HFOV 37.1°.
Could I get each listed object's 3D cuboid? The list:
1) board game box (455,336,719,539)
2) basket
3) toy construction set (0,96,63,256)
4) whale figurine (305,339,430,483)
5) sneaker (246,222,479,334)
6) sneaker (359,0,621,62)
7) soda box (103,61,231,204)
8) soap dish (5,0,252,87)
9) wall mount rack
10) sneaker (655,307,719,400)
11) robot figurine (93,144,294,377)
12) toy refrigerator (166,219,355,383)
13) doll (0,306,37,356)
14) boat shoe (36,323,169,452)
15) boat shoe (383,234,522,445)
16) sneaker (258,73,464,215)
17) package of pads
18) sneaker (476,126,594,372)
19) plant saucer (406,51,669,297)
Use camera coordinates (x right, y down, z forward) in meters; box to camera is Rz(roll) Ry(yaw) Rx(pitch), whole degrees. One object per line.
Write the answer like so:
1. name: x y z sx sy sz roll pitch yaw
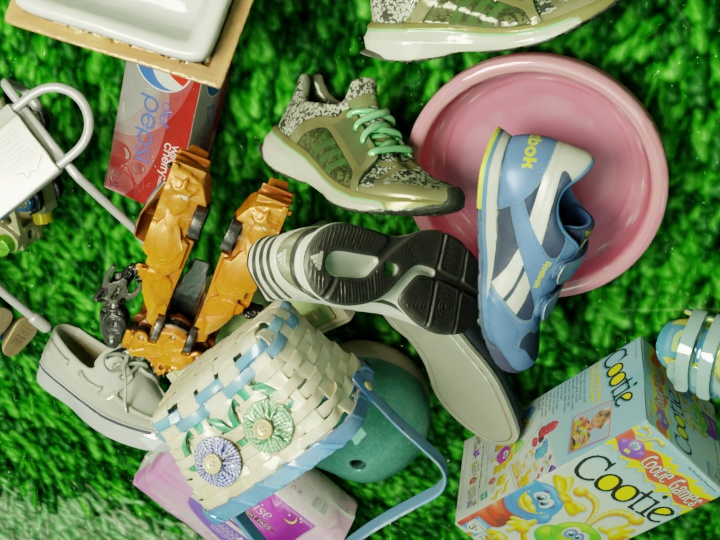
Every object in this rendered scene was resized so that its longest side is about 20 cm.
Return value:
1. board game box: 0.191 0.165 0.912 0.103 0.105 0.200 41 124 -18
2. basket: -0.055 0.141 0.848 0.176 0.139 0.200 -39 105 19
3. toy construction set: -0.342 -0.092 0.959 0.131 0.092 0.200 3 131 17
4. whale figurine: -0.037 0.136 0.956 0.200 0.104 0.159 -4 131 4
5. sneaker: 0.000 -0.001 0.821 0.115 0.200 0.076 6 84 46
6. sneaker: 0.089 -0.202 0.762 0.200 0.077 0.089 -5 109 18
7. soda box: -0.150 -0.148 0.872 0.070 0.063 0.200 23 124 6
8. soap dish: -0.134 -0.235 0.749 0.157 0.081 0.200 18 81 7
9. wall mount rack: -0.273 -0.051 0.872 0.200 0.075 0.174 -38 89 4
10. sneaker: 0.291 0.065 0.798 0.131 0.080 0.200 21 164 12
11. robot figurine: -0.133 0.005 0.877 0.145 0.058 0.200 22 121 -8
12. toy refrigerator: -0.100 0.037 0.960 0.200 0.070 0.076 -25 109 28
13. doll: -0.396 0.012 1.023 0.200 0.136 0.048 32 87 24
14. boat shoe: -0.229 0.098 1.017 0.202 0.075 0.086 25 106 37
15. boat shoe: 0.080 0.060 0.916 0.200 0.062 0.075 51 135 -7
16. sneaker: 0.000 -0.098 0.805 0.200 0.077 0.089 28 113 39
17. package of pads: -0.113 0.219 1.067 0.200 0.076 0.121 39 123 -6
18. sneaker: 0.131 -0.007 0.798 0.082 0.074 0.200 4 121 14
19. plant saucer: 0.135 -0.075 0.830 0.200 0.051 0.201 8 120 14
